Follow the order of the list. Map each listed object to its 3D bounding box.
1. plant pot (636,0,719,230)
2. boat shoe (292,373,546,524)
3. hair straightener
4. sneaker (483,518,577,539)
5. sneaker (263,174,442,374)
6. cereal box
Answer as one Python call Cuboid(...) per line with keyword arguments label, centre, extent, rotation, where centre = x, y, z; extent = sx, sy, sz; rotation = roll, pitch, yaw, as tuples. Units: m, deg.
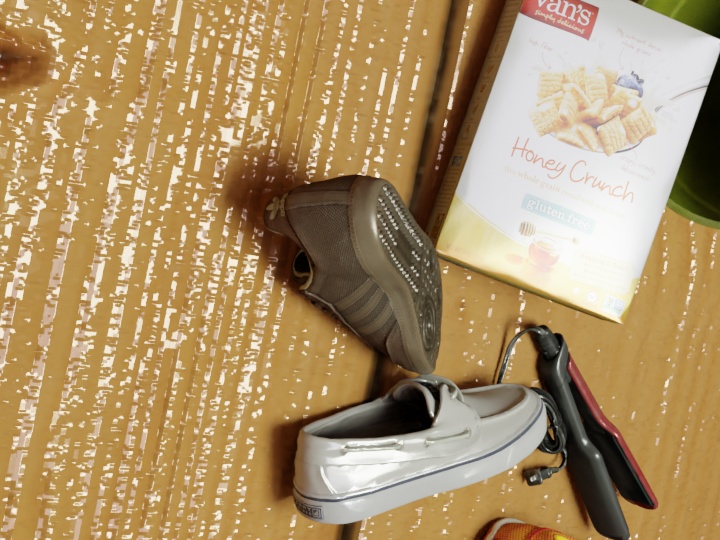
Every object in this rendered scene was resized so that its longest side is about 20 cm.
Cuboid(label="plant pot", centre=(0.309, -0.121, 1.468), extent=(0.193, 0.200, 0.201), rotation=(5, 98, -55))
Cuboid(label="boat shoe", centre=(0.040, 0.099, 1.349), extent=(0.199, 0.072, 0.066), rotation=(-16, 117, -31))
Cuboid(label="hair straightener", centre=(0.146, 0.119, 1.468), extent=(0.077, 0.041, 0.200), rotation=(-45, 128, -25))
Cuboid(label="sneaker", centre=(0.163, 0.231, 1.492), extent=(0.200, 0.077, 0.073), rotation=(23, 84, -46))
Cuboid(label="sneaker", centre=(0.000, 0.000, 1.290), extent=(0.200, 0.075, 0.071), rotation=(66, 30, -56))
Cuboid(label="cereal box", centre=(0.137, -0.082, 1.369), extent=(0.143, 0.040, 0.201), rotation=(20, 88, -17))
